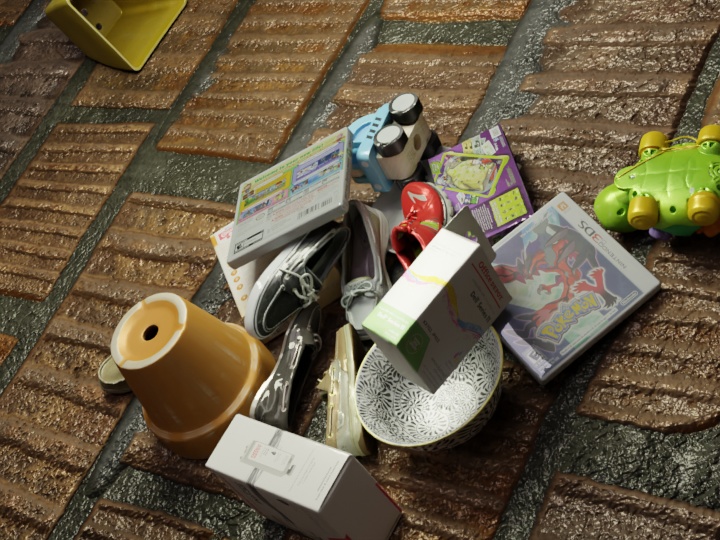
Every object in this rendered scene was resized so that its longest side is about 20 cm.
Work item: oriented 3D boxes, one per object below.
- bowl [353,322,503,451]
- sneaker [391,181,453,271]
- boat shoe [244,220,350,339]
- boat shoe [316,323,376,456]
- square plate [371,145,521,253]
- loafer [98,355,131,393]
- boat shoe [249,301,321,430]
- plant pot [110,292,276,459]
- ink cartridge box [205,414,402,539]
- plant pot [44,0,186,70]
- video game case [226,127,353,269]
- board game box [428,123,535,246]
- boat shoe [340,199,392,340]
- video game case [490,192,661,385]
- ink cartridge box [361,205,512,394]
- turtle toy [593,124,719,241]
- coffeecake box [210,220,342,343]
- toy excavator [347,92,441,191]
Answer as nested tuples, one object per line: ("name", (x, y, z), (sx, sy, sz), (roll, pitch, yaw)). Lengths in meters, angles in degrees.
("bowl", (0.100, 0.154, 1.551), (0.200, 0.094, 0.201), (-18, 46, 19))
("sneaker", (0.080, -0.054, 1.693), (0.077, 0.085, 0.200), (-50, 36, 35))
("boat shoe", (-0.082, 0.015, 1.714), (0.068, 0.074, 0.199), (22, 67, 40))
("boat shoe", (-0.024, 0.158, 1.644), (0.066, 0.074, 0.200), (-17, 47, 14))
("square plate", (0.110, -0.092, 1.803), (0.200, 0.028, 0.198), (19, 66, 42))
("loafer", (-0.320, 0.115, 1.879), (0.200, 0.067, 0.076), (-31, 43, 7))
("boat shoe", (-0.086, 0.134, 1.718), (0.057, 0.067, 0.200), (14, 63, 22))
("plant pot", (-0.244, 0.132, 1.730), (0.200, 0.183, 0.200), (-18, 46, 20))
("ink cartridge box", (-0.070, 0.267, 1.528), (0.200, 0.147, 0.083), (13, 62, 41))
("plant pot", (-0.508, -0.526, 2.471), (0.176, 0.200, 0.200), (2, 55, 47))
("video game case", (-0.099, -0.104, 1.774), (0.200, 0.022, 0.182), (-26, 36, 24))
("board game box", (0.170, -0.111, 1.740), (0.120, 0.032, 0.200), (-23, 45, 11))
("boat shoe", (0.001, -0.001, 1.750), (0.074, 0.065, 0.202), (-12, 63, 34))
("video game case", (0.243, 0.019, 1.563), (0.200, 0.023, 0.182), (-38, 64, -10))
("ink cartridge box", (0.107, 0.034, 1.494), (0.067, 0.117, 0.200), (28, 72, 43))
("turtle toy", (0.389, -0.096, 1.570), (0.200, 0.101, 0.146), (-4, 52, 31))
("coffeecake box", (-0.122, -0.013, 1.854), (0.153, 0.073, 0.200), (-32, 43, 4))
("toy excavator", (-0.005, -0.162, 1.840), (0.200, 0.100, 0.195), (1, 51, 34))
